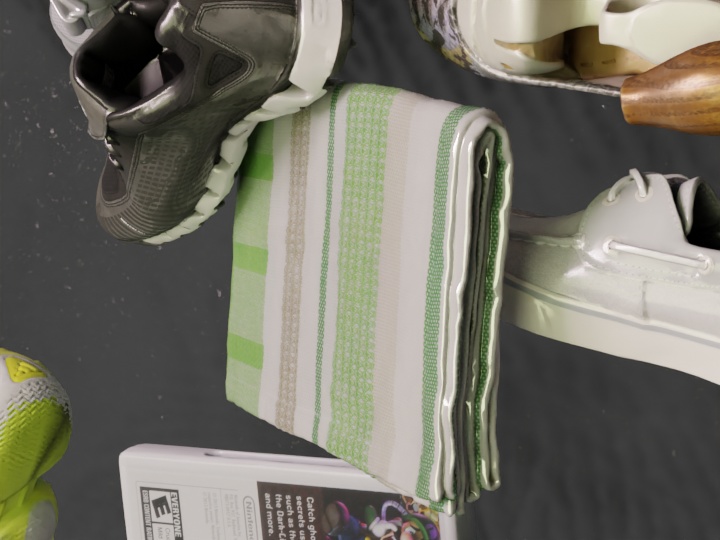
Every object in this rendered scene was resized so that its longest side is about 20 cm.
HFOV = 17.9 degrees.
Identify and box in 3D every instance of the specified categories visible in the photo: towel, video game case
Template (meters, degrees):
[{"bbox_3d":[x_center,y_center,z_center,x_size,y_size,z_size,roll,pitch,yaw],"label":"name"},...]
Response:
[{"bbox_3d":[0.000,0.000,0.903,0.200,0.030,0.151,21,108,62],"label":"towel"},{"bbox_3d":[-0.023,0.181,1.018,0.181,0.023,0.202,1,101,34],"label":"video game case"}]

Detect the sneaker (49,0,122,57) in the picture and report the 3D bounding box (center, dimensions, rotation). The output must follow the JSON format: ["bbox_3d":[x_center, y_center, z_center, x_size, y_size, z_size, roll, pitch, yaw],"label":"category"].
[{"bbox_3d":[-0.123,-0.137,0.920,0.200,0.114,0.076,139,119,-62],"label":"sneaker"}]

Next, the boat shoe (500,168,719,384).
[{"bbox_3d":[0.117,-0.002,0.850,0.199,0.072,0.069,19,109,30],"label":"boat shoe"}]

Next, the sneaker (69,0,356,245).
[{"bbox_3d":[-0.083,-0.070,0.932,0.200,0.090,0.067,-40,50,54],"label":"sneaker"}]

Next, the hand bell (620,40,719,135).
[{"bbox_3d":[0.181,-0.070,0.749,0.198,0.104,0.105,-6,98,25],"label":"hand bell"}]

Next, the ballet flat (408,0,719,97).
[{"bbox_3d":[0.090,-0.096,0.847,0.199,0.072,0.073,10,107,32],"label":"ballet flat"}]

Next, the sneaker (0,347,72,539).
[{"bbox_3d":[-0.199,0.121,1.101,0.105,0.075,0.201,32,111,37],"label":"sneaker"}]
